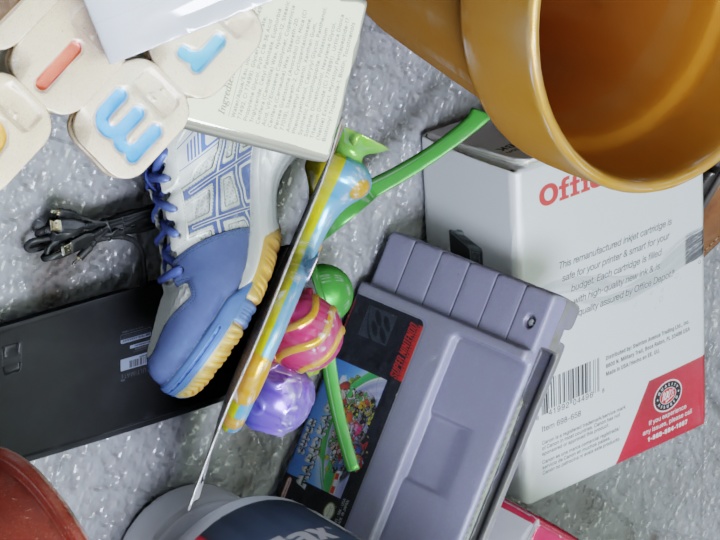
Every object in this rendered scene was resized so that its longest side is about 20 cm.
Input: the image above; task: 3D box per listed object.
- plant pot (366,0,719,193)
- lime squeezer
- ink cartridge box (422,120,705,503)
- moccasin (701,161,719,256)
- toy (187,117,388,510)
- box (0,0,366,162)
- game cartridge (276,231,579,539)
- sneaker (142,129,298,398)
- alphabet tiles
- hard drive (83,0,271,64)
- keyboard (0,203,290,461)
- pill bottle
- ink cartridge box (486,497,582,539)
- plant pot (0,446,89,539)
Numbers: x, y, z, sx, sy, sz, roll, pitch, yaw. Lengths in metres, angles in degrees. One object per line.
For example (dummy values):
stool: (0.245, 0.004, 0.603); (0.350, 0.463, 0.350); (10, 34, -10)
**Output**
plant pot: (0.095, -0.159, 1.404); (0.199, 0.183, 0.202); (-17, 117, -37)
lime squeezer: (0.000, 0.000, 1.464); (0.070, 0.038, 0.201); (21, 89, -18)
ink cartridge box: (0.115, 0.006, 1.551); (0.144, 0.084, 0.201); (-20, 119, -35)
moccasin: (0.226, -0.070, 1.584); (0.077, 0.074, 0.202); (16, 125, -25)
toy: (-0.030, 0.025, 1.382); (0.047, 0.115, 0.201); (19, 91, 0)
box: (-0.104, -0.111, 1.273); (0.199, 0.068, 0.083); (15, 92, -22)
game cartridge: (0.026, 0.089, 1.469); (0.038, 0.129, 0.201); (22, 90, -52)
sneaker: (-0.081, -0.039, 1.359); (0.088, 0.075, 0.201); (23, 71, -19)
alphabet tiles: (-0.139, -0.140, 1.211); (0.200, 0.015, 0.196); (46, 78, -19)
hard drive: (-0.083, -0.206, 1.188); (0.131, 0.025, 0.201); (-21, 102, 0)
keyboard: (-0.111, 0.018, 1.398); (0.199, 0.021, 0.128); (-16, 117, -38)
pill bottle: (-0.037, 0.180, 1.391); (0.119, 0.200, 0.121); (-12, 111, -33)
ink cartridge box: (0.090, 0.180, 1.550); (0.200, 0.144, 0.085); (32, 85, -44)
plant pot: (-0.220, 0.206, 1.261); (0.194, 0.200, 0.202); (-19, 118, -26)
